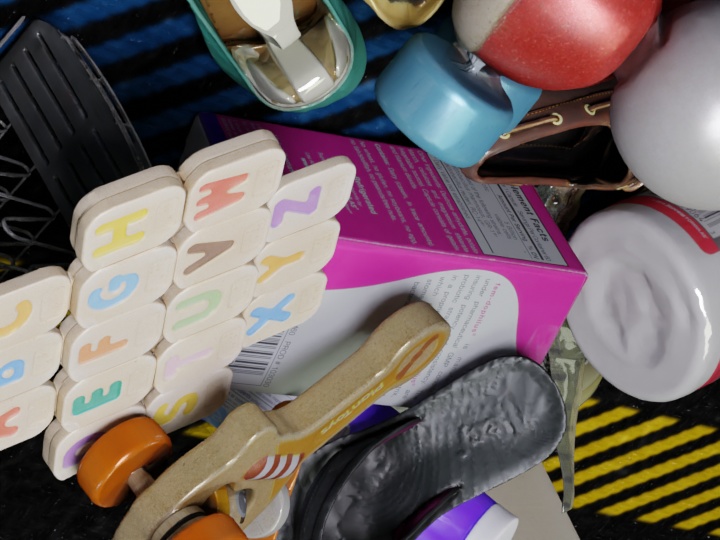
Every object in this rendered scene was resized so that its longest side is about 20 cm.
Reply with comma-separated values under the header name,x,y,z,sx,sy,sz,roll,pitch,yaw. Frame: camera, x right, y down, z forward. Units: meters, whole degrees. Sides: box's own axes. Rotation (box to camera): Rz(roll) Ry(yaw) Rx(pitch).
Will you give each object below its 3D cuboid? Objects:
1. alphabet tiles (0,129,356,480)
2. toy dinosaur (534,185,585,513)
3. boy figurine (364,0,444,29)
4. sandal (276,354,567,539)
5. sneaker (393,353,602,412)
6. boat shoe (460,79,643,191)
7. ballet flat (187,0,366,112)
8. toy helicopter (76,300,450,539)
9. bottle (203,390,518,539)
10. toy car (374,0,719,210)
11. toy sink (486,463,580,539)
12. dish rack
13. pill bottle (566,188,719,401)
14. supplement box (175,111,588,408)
name,x,y,z,sx,sy,sz,roll,pitch,yaw
alphabet tiles,-0.090,0.019,1.008,0.195,0.015,0.201,-22,150,-27
toy dinosaur,0.134,0.032,1.308,0.088,0.047,0.202,-14,104,-37
boy figurine,0.028,-0.196,1.002,0.124,0.065,0.201,-5,136,-31
sandal,0.013,0.110,1.144,0.200,0.076,0.048,-37,179,6
sneaker,0.070,0.038,1.306,0.199,0.077,0.089,-2,126,-34
boat shoe,0.124,-0.071,1.203,0.199,0.071,0.071,-3,135,-30
ballet flat,-0.044,-0.116,1.047,0.067,0.071,0.200,-31,143,6
toy helicopter,-0.036,0.088,1.092,0.200,0.079,0.132,-38,157,-11
bottle,-0.008,0.096,1.214,0.065,0.199,0.084,-53,165,-8
toy car,0.145,-0.095,1.038,0.185,0.200,0.177,-50,178,18
toy sink,0.023,0.164,1.374,0.199,0.131,0.112,13,129,-41
dish rack,-0.180,-0.012,1.030,0.200,0.154,0.054,-46,152,24
pill bottle,0.215,-0.010,1.268,0.199,0.111,0.111,-23,148,-37
supplement box,0.000,0.000,1.162,0.199,0.104,0.102,9,124,-28
